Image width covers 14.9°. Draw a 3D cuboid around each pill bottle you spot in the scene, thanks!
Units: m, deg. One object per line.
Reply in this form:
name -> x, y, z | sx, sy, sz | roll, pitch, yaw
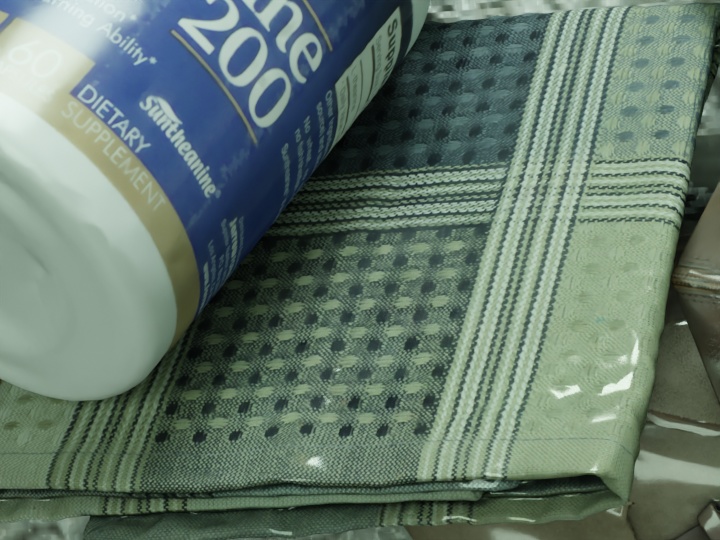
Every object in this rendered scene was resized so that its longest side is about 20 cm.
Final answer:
pill bottle -> -0.050, -0.069, 0.756 | 0.111, 0.111, 0.200 | 28, 57, 14

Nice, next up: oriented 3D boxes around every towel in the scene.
towel -> 0.000, 0.000, 0.771 | 0.193, 0.200, 0.035 | -2, 132, 21

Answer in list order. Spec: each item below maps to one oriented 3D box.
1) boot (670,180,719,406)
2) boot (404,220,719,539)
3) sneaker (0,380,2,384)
boot -> 0.180, 0.054, 0.744 | 0.200, 0.064, 0.186 | 6, 87, 7
boot -> 0.041, 0.072, 0.807 | 0.200, 0.070, 0.146 | -13, 87, 14
sneaker -> -0.144, -0.027, 0.858 | 0.108, 0.070, 0.200 | 22, 100, 21
